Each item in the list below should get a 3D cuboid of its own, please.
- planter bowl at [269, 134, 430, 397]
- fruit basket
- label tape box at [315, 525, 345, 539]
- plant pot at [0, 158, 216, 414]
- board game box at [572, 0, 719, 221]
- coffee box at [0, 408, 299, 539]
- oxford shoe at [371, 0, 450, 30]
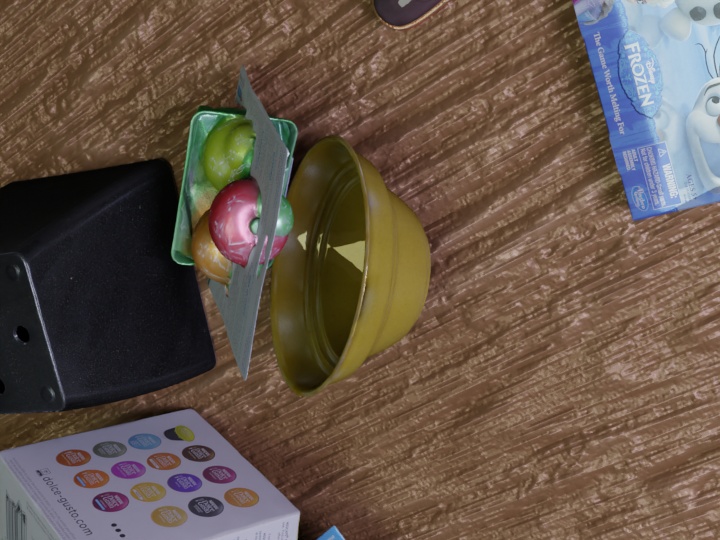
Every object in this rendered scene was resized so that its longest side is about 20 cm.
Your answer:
[{"bbox_3d":[0.000,0.000,0.926,0.082,0.201,0.202,6,118,-24],"label":"planter bowl"},{"bbox_3d":[-0.087,-0.044,0.924,0.200,0.093,0.187,-129,46,-56],"label":"fruit basket"},{"bbox_3d":[0.009,0.331,1.068,0.143,0.066,0.201,-43,83,30],"label":"label tape box"},{"bbox_3d":[-0.273,0.031,1.040,0.197,0.177,0.203,-5,106,28],"label":"plant pot"},{"bbox_3d":[0.256,-0.153,0.797,0.197,0.043,0.202,-13,100,28],"label":"board game box"},{"bbox_3d":[-0.190,0.268,1.029,0.199,0.196,0.202,32,122,48],"label":"coffee box"},{"bbox_3d":[0.062,-0.255,0.840,0.071,0.072,0.201,40,120,8],"label":"oxford shoe"}]
